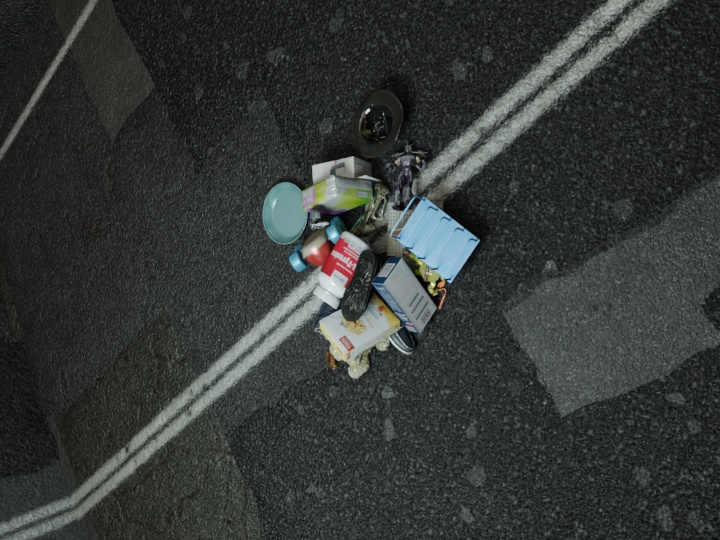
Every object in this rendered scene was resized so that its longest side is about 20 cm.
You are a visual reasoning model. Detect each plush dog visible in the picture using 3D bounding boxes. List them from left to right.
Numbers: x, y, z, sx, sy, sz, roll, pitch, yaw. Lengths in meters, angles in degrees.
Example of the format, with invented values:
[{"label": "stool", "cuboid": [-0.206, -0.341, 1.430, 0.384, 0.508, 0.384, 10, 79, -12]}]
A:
[{"label": "plush dog", "cuboid": [-0.023, 0.217, 1.715, 0.201, 0.170, 0.162, -48, 68, 23]}]

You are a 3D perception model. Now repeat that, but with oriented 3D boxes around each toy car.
[{"label": "toy car", "cuboid": [-0.093, -0.027, 1.791, 0.181, 0.178, 0.203, -33, 103, 13]}]

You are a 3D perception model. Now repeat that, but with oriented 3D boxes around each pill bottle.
[{"label": "pill bottle", "cuboid": [-0.054, 0.001, 1.650, 0.110, 0.112, 0.204, 28, 84, 27]}]

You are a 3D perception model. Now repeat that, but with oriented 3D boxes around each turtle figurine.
[{"label": "turtle figurine", "cuboid": [0.188, 0.007, 1.617, 0.156, 0.064, 0.207, 18, 121, 22]}]

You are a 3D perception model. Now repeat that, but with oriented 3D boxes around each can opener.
[{"label": "can opener", "cuboid": [-0.131, -0.161, 1.733, 0.051, 0.200, 0.070, -6, 100, -8]}]

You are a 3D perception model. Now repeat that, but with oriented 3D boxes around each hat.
[{"label": "hat", "cuboid": [0.066, -0.432, 1.709, 0.195, 0.080, 0.210, -1, 88, 40]}]

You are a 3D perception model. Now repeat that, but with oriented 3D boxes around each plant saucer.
[{"label": "plant saucer", "cuboid": [-0.248, -0.192, 1.928, 0.194, 0.036, 0.209, 0, 91, 32]}]

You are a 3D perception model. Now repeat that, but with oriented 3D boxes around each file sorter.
[{"label": "file sorter", "cuboid": [0.194, -0.084, 1.511, 0.198, 0.122, 0.141, 39, 103, 16]}]

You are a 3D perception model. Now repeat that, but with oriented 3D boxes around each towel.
[{"label": "towel", "cuboid": [0.163, -0.104, 1.685, 0.186, 0.034, 0.209, 2, 89, 28]}]

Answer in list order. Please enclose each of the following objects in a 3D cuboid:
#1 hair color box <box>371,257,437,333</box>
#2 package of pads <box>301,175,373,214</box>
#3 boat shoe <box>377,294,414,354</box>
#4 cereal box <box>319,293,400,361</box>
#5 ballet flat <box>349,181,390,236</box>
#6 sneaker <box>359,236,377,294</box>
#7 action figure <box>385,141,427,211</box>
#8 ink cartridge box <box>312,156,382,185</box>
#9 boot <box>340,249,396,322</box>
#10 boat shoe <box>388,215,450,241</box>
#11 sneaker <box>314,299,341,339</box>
[{"label": "hair color box", "cuboid": [0.125, 0.070, 1.599, 0.101, 0.202, 0.060, -50, 28, -23]}, {"label": "package of pads", "cuboid": [-0.076, -0.226, 1.717, 0.197, 0.150, 0.071, -14, 77, 51]}, {"label": "boat shoe", "cuboid": [0.107, 0.152, 1.696, 0.062, 0.073, 0.204, -48, 58, 34]}, {"label": "cereal box", "cuboid": [-0.002, 0.156, 1.625, 0.144, 0.196, 0.040, 45, 150, 36]}, {"label": "ballet flat", "cuboid": [0.031, -0.169, 1.746, 0.074, 0.068, 0.204, 30, 105, 6]}, {"label": "sneaker", "cuboid": [0.000, 0.000, 1.752, 0.072, 0.081, 0.208, -14, 85, 28]}, {"label": "action figure", "cuboid": [0.135, -0.280, 1.662, 0.127, 0.069, 0.208, -3, 75, 36]}, {"label": "ink cartridge box", "cuboid": [-0.039, -0.298, 1.751, 0.194, 0.116, 0.070, -5, 86, 31]}, {"label": "boot", "cuboid": [0.037, 0.052, 1.637, 0.078, 0.156, 0.217, 26, 96, 34]}, {"label": "boat shoe", "cuboid": [0.173, -0.120, 1.625, 0.192, 0.075, 0.075, -3, 84, 19]}, {"label": "sneaker", "cuboid": [-0.066, 0.124, 1.719, 0.076, 0.149, 0.201, 35, 133, -18]}]
